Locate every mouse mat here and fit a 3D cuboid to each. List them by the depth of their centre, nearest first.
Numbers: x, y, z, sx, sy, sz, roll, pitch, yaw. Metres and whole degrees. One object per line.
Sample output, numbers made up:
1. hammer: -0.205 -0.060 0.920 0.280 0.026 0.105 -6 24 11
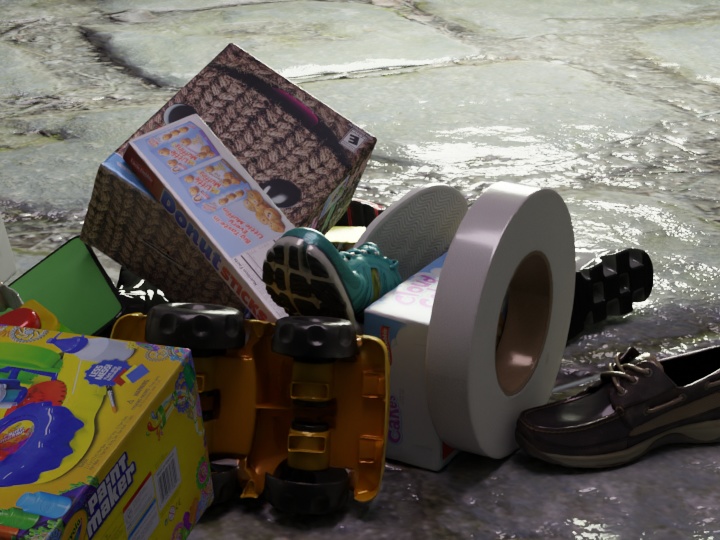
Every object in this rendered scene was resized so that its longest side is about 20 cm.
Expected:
1. mouse mat: -0.271 0.047 1.505 0.161 0.008 0.200 -37 26 -4

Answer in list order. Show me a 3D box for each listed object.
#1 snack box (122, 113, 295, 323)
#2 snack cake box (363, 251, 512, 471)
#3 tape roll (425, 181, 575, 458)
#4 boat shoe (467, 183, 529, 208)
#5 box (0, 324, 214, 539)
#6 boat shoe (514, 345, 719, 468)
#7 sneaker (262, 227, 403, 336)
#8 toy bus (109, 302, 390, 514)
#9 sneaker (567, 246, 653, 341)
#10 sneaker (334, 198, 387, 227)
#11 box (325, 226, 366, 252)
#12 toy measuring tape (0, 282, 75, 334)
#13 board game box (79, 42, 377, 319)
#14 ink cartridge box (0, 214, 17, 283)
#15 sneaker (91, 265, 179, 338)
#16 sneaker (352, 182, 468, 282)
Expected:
1. snack box: -0.100 -0.038 1.453 0.072 0.024 0.200 -27 66 -35
2. snack cake box: 0.075 0.058 1.424 0.067 0.116 0.200 12 23 25
3. tape roll: 0.105 0.036 1.357 0.037 0.204 0.203 11 23 25
4. boat shoe: 0.068 -0.009 1.564 0.200 0.072 0.068 -31 3 36
5. box: -0.222 0.140 1.152 0.191 0.123 0.200 6 32 19
6. boat shoe: 0.204 0.093 1.382 0.199 0.074 0.074 -10 21 -23
7. sneaker: -0.011 0.012 1.385 0.077 0.080 0.200 20 -15 28
8. toy bus: -0.071 0.091 1.349 0.198 0.137 0.192 4 4 6
9. sneaker: 0.158 0.020 1.604 0.199 0.075 0.088 -10 15 -42
10. sneaker: -0.062 -0.042 1.766 0.199 0.074 0.087 -4 19 -9
11. box: -0.094 -0.001 1.653 0.198 0.076 0.050 0 19 6
12. toy measuring tape: -0.266 0.056 1.405 0.073 0.074 0.200 -11 19 -27
13. board game box: -0.109 -0.069 1.558 0.159 0.097 0.200 33 48 7
14. ink cartridge box: -0.401 0.009 1.582 0.145 0.085 0.200 -9 17 17
15. sneaker: -0.173 0.045 1.540 0.090 0.076 0.200 12 25 5
16. sneaker: 0.000 0.000 1.513 0.074 0.200 0.116 39 3 -22
